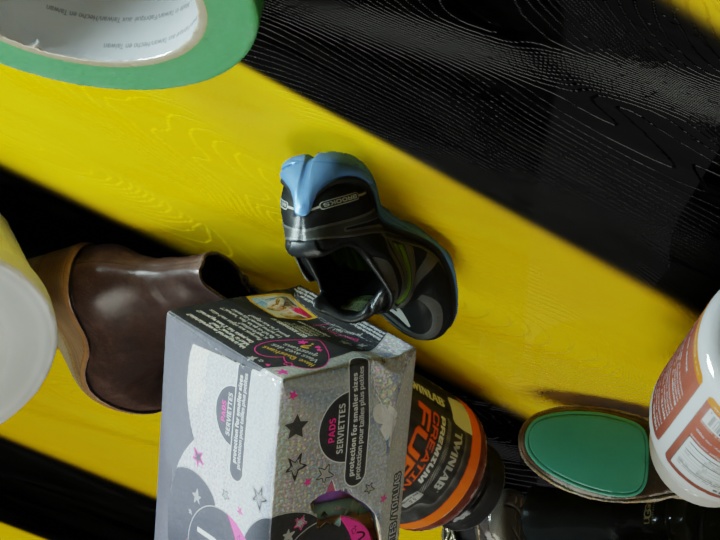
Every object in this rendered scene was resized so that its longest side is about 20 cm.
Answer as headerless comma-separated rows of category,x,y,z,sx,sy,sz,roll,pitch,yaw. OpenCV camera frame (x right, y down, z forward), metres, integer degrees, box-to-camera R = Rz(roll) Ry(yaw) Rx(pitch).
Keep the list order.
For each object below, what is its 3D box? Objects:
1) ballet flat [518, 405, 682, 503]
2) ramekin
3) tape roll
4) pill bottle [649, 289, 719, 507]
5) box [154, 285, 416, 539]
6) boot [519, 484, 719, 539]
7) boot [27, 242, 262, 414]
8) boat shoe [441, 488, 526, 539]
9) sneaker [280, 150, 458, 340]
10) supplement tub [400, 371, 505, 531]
ballet flat,0.213,0.140,1.602,0.198,0.069,0.067,9,173,6
ramekin,-0.303,0.024,1.430,0.201,0.095,0.203,-12,138,-11
tape roll,-0.143,-0.158,1.085,0.199,0.049,0.201,9,158,4
pill bottle,0.244,0.081,1.386,0.111,0.113,0.200,12,158,-2
box,-0.052,0.131,1.416,0.114,0.202,0.132,-11,-155,-37
boot,0.240,0.208,1.732,0.167,0.077,0.199,-4,161,44
boot,-0.127,0.046,1.518,0.165,0.073,0.200,0,151,29
boat shoe,0.100,0.232,1.851,0.073,0.075,0.200,7,156,9
sneaker,0.000,0.000,1.340,0.070,0.083,0.200,-1,157,24
supplement tub,0.020,0.122,1.588,0.106,0.108,0.200,-10,150,40
